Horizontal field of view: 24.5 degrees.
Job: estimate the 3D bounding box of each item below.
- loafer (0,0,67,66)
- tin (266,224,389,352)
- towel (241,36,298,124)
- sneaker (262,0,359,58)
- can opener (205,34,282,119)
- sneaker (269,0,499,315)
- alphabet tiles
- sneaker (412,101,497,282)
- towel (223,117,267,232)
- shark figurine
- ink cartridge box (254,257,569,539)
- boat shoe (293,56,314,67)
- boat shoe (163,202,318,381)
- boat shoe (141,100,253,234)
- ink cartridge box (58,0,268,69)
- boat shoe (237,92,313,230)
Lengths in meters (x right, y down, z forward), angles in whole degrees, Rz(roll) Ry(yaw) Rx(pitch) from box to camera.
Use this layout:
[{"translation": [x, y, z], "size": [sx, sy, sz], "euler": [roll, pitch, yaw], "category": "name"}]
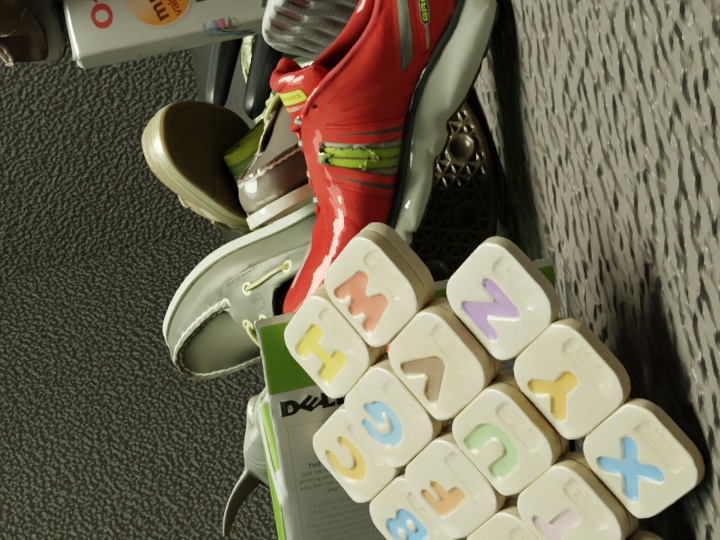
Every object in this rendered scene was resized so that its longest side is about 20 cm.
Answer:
[{"translation": [-0.205, -0.160, 0.910], "size": [0.200, 0.070, 0.074], "euler": [124, 132, -78], "category": "loafer"}, {"translation": [0.000, 0.000, 1.003], "size": [0.112, 0.042, 0.201], "euler": [-51, 40, 20], "category": "tin"}, {"translation": [-0.044, -0.093, 1.308], "size": [0.148, 0.036, 0.203], "euler": [-7, -99, -73], "category": "towel"}, {"translation": [0.006, -0.176, 0.798], "size": [0.200, 0.074, 0.083], "euler": [127, 147, -53], "category": "sneaker"}, {"translation": [-0.067, -0.199, 1.121], "size": [0.079, 0.063, 0.202], "euler": [49, -123, -71], "category": "can opener"}, {"translation": [-0.006, -0.066, 0.775], "size": [0.077, 0.084, 0.202], "euler": [-117, 45, -70], "category": "sneaker"}, {"translation": [0.050, 0.078, 0.679], "size": [0.200, 0.015, 0.196], "euler": [49, 143, 6], "category": "alphabet tiles"}, {"translation": [0.036, -0.066, 0.878], "size": [0.076, 0.070, 0.202], "euler": [50, -154, -65], "category": "sneaker"}, {"translation": [-0.041, 0.000, 1.111], "size": [0.086, 0.018, 0.202], "euler": [-45, -58, -57], "category": "towel"}, {"translation": [-0.027, 0.133, 1.179], "size": [0.214, 0.089, 0.130], "euler": [-6, -66, -75], "category": "shark figurine"}, {"translation": [0.024, 0.073, 0.819], "size": [0.076, 0.146, 0.202], "euler": [-111, 12, -55], "category": "ink cartridge box"}, {"translation": [-0.013, -0.113, 1.122], "size": [0.201, 0.069, 0.072], "euler": [-131, 24, -87], "category": "boat shoe"}, {"translation": [-0.038, 0.012, 0.952], "size": [0.072, 0.201, 0.061], "euler": [35, -147, -37], "category": "boat shoe"}, {"translation": [-0.094, -0.060, 1.115], "size": [0.200, 0.064, 0.073], "euler": [20, -118, -62], "category": "boat shoe"}, {"translation": [-0.088, -0.211, 0.975], "size": [0.145, 0.197, 0.149], "euler": [-153, 50, -81], "category": "ink cartridge box"}, {"translation": [-0.025, -0.082, 0.936], "size": [0.060, 0.071, 0.200], "euler": [61, -150, -11], "category": "boat shoe"}]
